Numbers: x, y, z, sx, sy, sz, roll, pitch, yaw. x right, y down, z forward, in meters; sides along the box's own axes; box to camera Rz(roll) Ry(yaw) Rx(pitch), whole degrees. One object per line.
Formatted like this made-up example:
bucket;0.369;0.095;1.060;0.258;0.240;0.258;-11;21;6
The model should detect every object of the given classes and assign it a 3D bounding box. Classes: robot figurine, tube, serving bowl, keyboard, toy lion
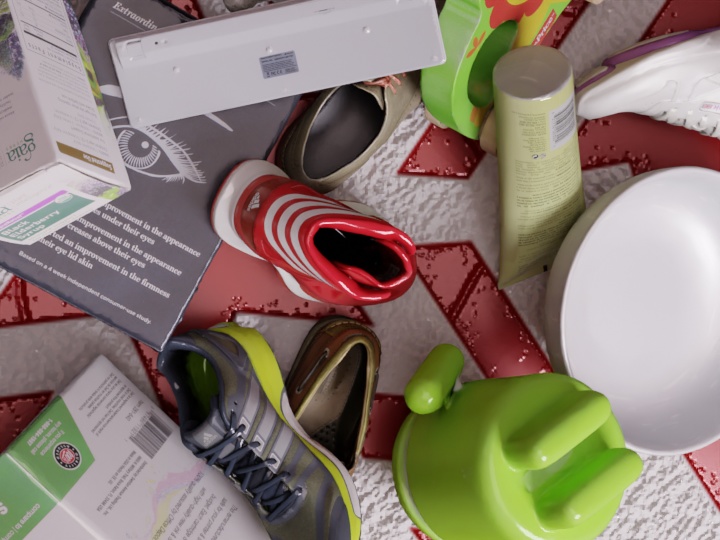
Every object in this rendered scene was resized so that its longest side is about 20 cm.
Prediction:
robot figurine;0.097;0.129;1.036;0.116;0.200;0.176;-35;99;-27
tube;0.119;-0.062;1.047;0.058;0.200;0.052;11;54;20
serving bowl;0.205;0.025;1.094;0.199;0.066;0.201;-5;100;-27
keyboard;-0.051;-0.132;0.938;0.199;0.011;0.057;-11;112;9
toy lion;0.098;-0.189;1.000;0.069;0.192;0.200;31;90;21

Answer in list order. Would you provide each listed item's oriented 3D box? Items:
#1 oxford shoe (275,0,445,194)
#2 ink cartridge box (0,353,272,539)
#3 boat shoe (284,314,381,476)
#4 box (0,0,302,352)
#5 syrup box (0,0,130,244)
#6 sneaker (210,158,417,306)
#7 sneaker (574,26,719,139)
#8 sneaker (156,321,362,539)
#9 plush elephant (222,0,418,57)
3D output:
oxford shoe;0.020;-0.132;1.053;0.070;0.075;0.200;34;89;-10
ink cartridge box;-0.145;0.172;1.001;0.200;0.145;0.084;44;115;-5
boat shoe;-0.039;0.129;1.071;0.072;0.068;0.201;14;94;-13
box;-0.147;-0.071;1.015;0.148;0.104;0.201;30;89;-11
syrup box;-0.213;-0.124;0.918;0.079;0.081;0.201;-26;73;18
sneaker;0.000;0.000;0.999;0.200;0.115;0.079;19;100;-53
sneaker;0.247;-0.123;1.093;0.199;0.075;0.100;-13;96;-8
sneaker;-0.073;0.119;1.010;0.074;0.081;0.200;-47;63;23
plush elephant;-0.024;-0.208;0.991;0.199;0.165;0.156;13;81;-21
